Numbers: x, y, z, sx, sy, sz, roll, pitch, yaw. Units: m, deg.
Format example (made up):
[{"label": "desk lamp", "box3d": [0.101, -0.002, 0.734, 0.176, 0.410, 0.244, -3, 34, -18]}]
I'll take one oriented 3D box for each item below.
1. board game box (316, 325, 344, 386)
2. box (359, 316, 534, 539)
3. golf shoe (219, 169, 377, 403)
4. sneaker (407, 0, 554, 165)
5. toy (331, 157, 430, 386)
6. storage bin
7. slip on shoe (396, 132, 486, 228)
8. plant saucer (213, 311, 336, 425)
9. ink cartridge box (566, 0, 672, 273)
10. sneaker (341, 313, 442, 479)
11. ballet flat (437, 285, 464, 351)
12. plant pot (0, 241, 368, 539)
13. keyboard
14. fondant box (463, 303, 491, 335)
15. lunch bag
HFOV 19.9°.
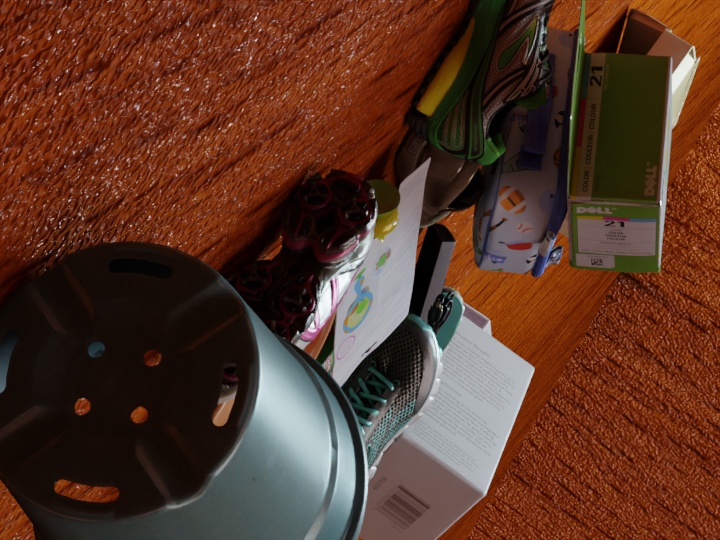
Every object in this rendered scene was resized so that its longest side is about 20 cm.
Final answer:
[{"label": "board game box", "box3d": [-0.022, 0.076, 1.793, 0.135, 0.029, 0.200, -53, 169, -11]}, {"label": "box", "box3d": [0.069, 0.168, 2.059, 0.152, 0.106, 0.200, -48, -170, 39]}, {"label": "golf shoe", "box3d": [-0.051, 0.026, 1.395, 0.200, 0.072, 0.092, -49, 157, -31]}, {"label": "sneaker", "box3d": [0.121, -0.172, 1.568, 0.201, 0.085, 0.078, -60, 168, 14]}, {"label": "toy", "box3d": [0.000, 0.000, 1.633, 0.115, 0.047, 0.200, -45, 160, -33]}, {"label": "storage bin", "box3d": [0.266, -0.150, 2.226, 0.200, 0.094, 0.199, -53, 167, -17]}, {"label": "slip on shoe", "box3d": [0.073, -0.072, 1.699, 0.076, 0.060, 0.200, -54, 168, -12]}, {"label": "plant saucer", "box3d": [-0.087, 0.086, 1.528, 0.200, 0.037, 0.200, -53, 168, -17]}, {"label": "ink cartridge box", "box3d": [0.203, -0.112, 1.603, 0.200, 0.075, 0.148, 80, 17, -57]}, {"label": "sneaker", "box3d": [0.002, 0.129, 1.792, 0.201, 0.077, 0.091, -62, 164, 19]}, {"label": "ballet flat", "box3d": [0.023, 0.093, 1.976, 0.200, 0.076, 0.064, -53, -160, -1]}, {"label": "plant pot", "box3d": [-0.107, 0.089, 1.097, 0.201, 0.200, 0.196, -54, 161, -13]}, {"label": "keyboard", "box3d": [0.053, 0.062, 1.863, 0.127, 0.020, 0.201, -110, -147, -69]}, {"label": "fondant box", "box3d": [0.067, 0.135, 2.260, 0.200, 0.058, 0.144, -56, 169, -9]}, {"label": "lunch bag", "box3d": [0.144, -0.099, 1.723, 0.160, 0.075, 0.201, 102, -3, -63]}]
